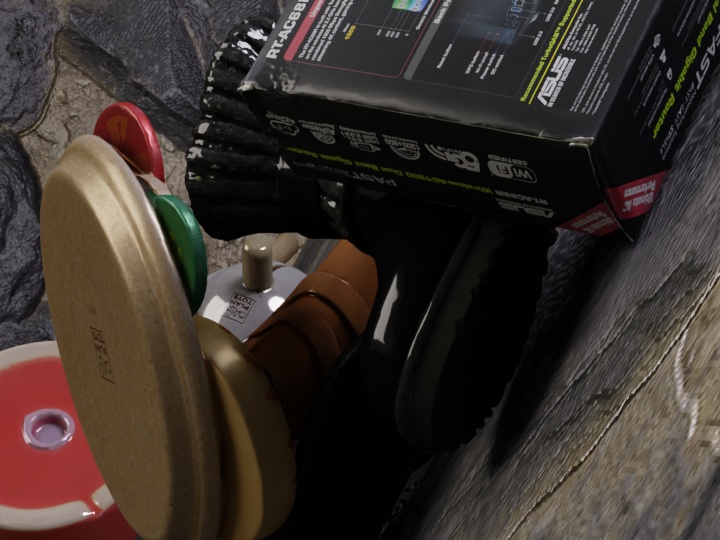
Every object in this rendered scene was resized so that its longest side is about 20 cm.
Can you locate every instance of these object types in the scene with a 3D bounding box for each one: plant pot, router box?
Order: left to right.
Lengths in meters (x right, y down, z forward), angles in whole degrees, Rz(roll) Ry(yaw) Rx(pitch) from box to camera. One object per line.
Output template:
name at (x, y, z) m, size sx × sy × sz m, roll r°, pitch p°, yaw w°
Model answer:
plant pot at (-0.180, 0.152, 1.254) m, size 0.178 × 0.199 × 0.201 m, roll 88°, pitch -159°, yaw -46°
router box at (0.066, -0.117, 0.783) m, size 0.201 × 0.149 × 0.062 m, roll -62°, pitch -35°, yaw -23°

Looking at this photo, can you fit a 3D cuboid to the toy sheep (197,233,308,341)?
toy sheep at (-0.057, 0.055, 1.254) m, size 0.138 × 0.137 × 0.201 m, roll -65°, pitch -24°, yaw -46°

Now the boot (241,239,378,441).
boot at (0.000, 0.000, 0.948) m, size 0.155 × 0.077 × 0.200 m, roll -33°, pitch -20°, yaw -38°

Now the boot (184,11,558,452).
boot at (-0.004, -0.020, 0.838) m, size 0.212 × 0.157 × 0.080 m, roll -66°, pitch -23°, yaw -44°

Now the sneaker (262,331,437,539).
sneaker at (-0.019, 0.106, 0.928) m, size 0.201 × 0.060 × 0.104 m, roll -65°, pitch 9°, yaw -6°

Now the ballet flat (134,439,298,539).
ballet flat at (-0.052, 0.109, 1.014) m, size 0.200 × 0.073 × 0.073 m, roll -44°, pitch -8°, yaw -41°

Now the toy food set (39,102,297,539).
toy food set at (-0.093, 0.030, 0.915) m, size 0.048 × 0.199 × 0.200 m, roll -15°, pitch -6°, yaw -20°
